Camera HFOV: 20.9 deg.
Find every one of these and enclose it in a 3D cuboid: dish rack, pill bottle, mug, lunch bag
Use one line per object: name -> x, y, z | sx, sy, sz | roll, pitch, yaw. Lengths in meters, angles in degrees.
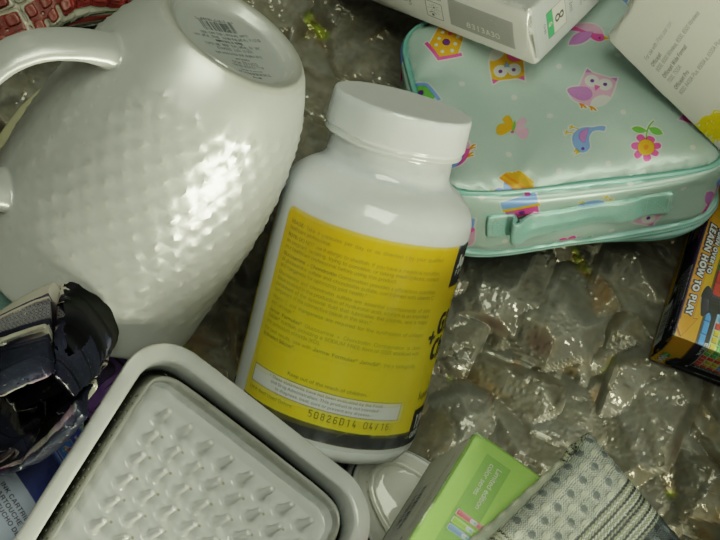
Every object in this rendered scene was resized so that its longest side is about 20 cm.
dish rack -> -0.099, 0.158, 1.035 | 0.171, 0.043, 0.201 | 38, 58, -13
pill bottle -> 0.000, 0.000, 1.113 | 0.111, 0.112, 0.201 | 13, 105, -5
mug -> -0.132, -0.068, 1.060 | 0.199, 0.176, 0.148 | 13, 36, -38
lunch bag -> 0.121, -0.086, 1.208 | 0.199, 0.077, 0.161 | -7, 58, -5

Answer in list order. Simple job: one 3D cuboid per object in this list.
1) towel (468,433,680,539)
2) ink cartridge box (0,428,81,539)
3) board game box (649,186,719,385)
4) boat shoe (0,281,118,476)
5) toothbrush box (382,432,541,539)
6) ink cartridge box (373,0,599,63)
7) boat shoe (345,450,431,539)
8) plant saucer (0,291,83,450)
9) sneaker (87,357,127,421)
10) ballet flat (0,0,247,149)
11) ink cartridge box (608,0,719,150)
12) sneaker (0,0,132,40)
towel -> 0.110, 0.217, 0.994 | 0.200, 0.035, 0.193 | -41, 91, -25
ink cartridge box -> -0.192, 0.176, 1.025 | 0.200, 0.042, 0.120 | -32, 91, -34
board game box -> 0.292, -0.009, 1.243 | 0.164, 0.057, 0.201 | 20, 69, -1
boat shoe -> -0.219, 0.084, 1.021 | 0.200, 0.093, 0.075 | -35, 110, 15
toothbrush box -> 0.093, 0.208, 1.049 | 0.200, 0.086, 0.146 | 35, 67, -2
ink cartridge box -> 0.101, -0.226, 1.236 | 0.160, 0.050, 0.200 | 25, 57, 31
boat shoe -> 0.065, 0.180, 1.133 | 0.072, 0.066, 0.200 | -33, 80, -19
plant saucer -> -0.254, 0.077, 1.104 | 0.200, 0.039, 0.202 | 0, 95, -1
sneaker -> -0.151, 0.065, 1.142 | 0.083, 0.081, 0.200 | -43, 74, -4
ballet flat -> -0.139, -0.104, 1.187 | 0.200, 0.070, 0.069 | -42, 83, -19
ink cartridge box -> 0.275, -0.140, 1.124 | 0.200, 0.145, 0.147 | 45, 67, 7
sneaker -> -0.184, -0.178, 1.214 | 0.199, 0.082, 0.078 | -5, 92, 3
